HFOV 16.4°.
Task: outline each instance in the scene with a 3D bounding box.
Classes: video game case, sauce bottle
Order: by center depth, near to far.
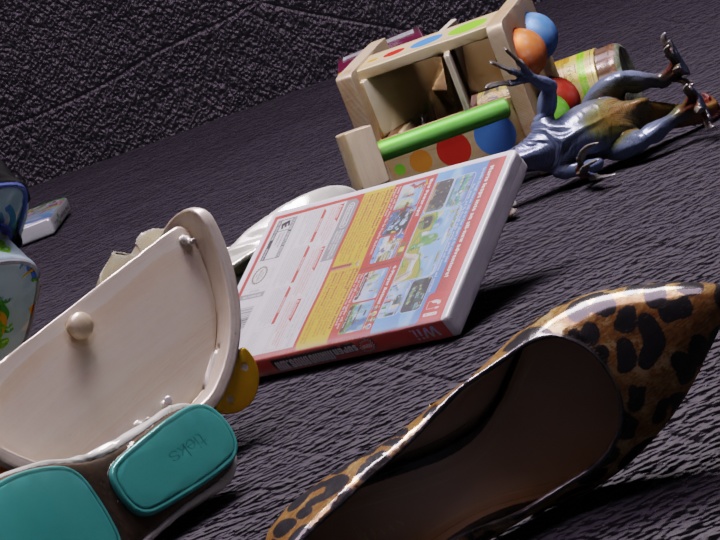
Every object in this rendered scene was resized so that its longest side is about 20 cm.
[{"bbox_3d":[0.000,0.000,1.538,0.200,0.017,0.143,-14,39,38],"label":"video game case"},{"bbox_3d":[0.130,-0.127,2.054,0.200,0.065,0.065,-20,9,17],"label":"sauce bottle"},{"bbox_3d":[-0.443,-0.032,2.934,0.200,0.022,0.182,-21,9,3],"label":"video game case"}]

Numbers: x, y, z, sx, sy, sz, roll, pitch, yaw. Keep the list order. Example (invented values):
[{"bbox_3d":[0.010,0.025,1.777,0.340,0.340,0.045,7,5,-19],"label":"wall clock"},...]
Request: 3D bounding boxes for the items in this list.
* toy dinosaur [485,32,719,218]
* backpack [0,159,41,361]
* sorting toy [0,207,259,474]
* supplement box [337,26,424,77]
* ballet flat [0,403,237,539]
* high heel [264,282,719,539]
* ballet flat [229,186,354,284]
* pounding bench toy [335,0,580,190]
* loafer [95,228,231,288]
[{"bbox_3d":[0.164,-0.085,1.805,0.181,0.105,0.200,-32,-31,14],"label":"toy dinosaur"},{"bbox_3d":[-0.280,0.023,1.404,0.183,0.147,0.200,-13,-39,-30],"label":"backpack"},{"bbox_3d":[-0.161,0.080,1.409,0.200,0.107,0.180,-40,5,-31],"label":"sorting toy"},{"bbox_3d":[0.036,-0.147,2.227,0.086,0.110,0.200,-21,8,2],"label":"supplement box"},{"bbox_3d":[-0.137,0.122,1.218,0.069,0.069,0.200,-14,7,38],"label":"ballet flat"},{"bbox_3d":[0.054,0.072,0.979,0.200,0.071,0.143,-35,-4,23],"label":"high heel"},{"bbox_3d":[-0.070,0.013,1.661,0.200,0.069,0.069,-29,11,-16],"label":"ballet flat"},{"bbox_3d":[0.078,-0.121,1.927,0.156,0.124,0.200,-17,13,19],"label":"pounding bench toy"},{"bbox_3d":[-0.130,0.002,1.792,0.076,0.068,0.200,10,-16,-42],"label":"loafer"}]
